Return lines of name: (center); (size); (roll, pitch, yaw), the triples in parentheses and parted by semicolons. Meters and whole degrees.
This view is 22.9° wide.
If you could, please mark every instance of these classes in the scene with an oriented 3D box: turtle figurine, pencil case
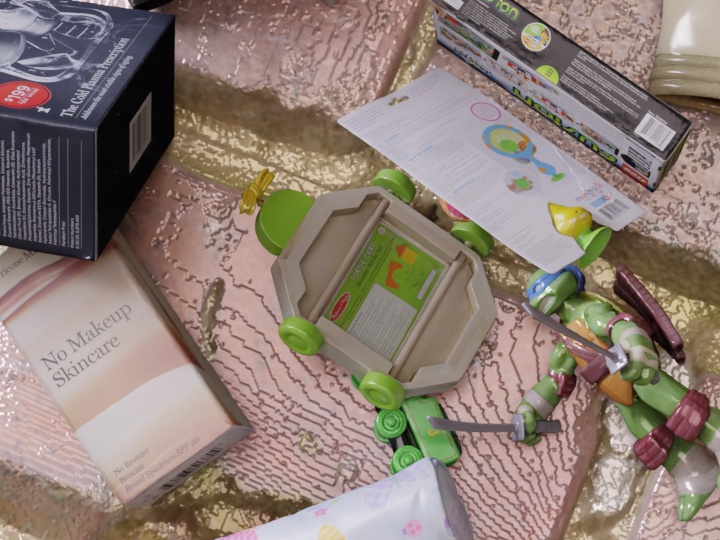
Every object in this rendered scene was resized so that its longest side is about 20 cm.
turtle figurine: (0.164, 0.098, 1.217); (0.194, 0.200, 0.144); (41, 116, 4)
pencil case: (-0.019, 0.198, 1.237); (0.200, 0.091, 0.083); (-21, 89, 6)

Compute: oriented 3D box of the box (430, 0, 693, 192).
box: (0.141, -0.136, 1.271); (0.200, 0.110, 0.035); (36, 86, 9)

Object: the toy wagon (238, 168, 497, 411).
toy wagon: (0.000, 0.000, 1.264); (0.200, 0.040, 0.155); (34, 61, -3)

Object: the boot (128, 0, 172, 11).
boot: (-0.177, -0.298, 1.275); (0.068, 0.188, 0.200); (-24, 92, -3)

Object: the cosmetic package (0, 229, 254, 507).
cosmetic package: (-0.177, 0.061, 1.281); (0.103, 0.087, 0.200); (-37, 80, 0)

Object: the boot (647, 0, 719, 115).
boot: (0.310, -0.183, 1.281); (0.199, 0.073, 0.156); (6, 82, 8)

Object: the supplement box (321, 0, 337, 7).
supplement box: (-0.082, -0.294, 1.307); (0.200, 0.126, 0.074); (38, 85, 10)

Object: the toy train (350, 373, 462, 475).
toy train: (0.016, 0.059, 1.290); (0.056, 0.042, 0.200); (-22, 80, -8)

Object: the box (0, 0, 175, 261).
box: (-0.242, -0.110, 1.248); (0.182, 0.200, 0.104); (8, 121, 6)

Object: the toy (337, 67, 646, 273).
toy: (0.090, -0.062, 1.270); (0.200, 0.047, 0.115); (35, 45, 27)
